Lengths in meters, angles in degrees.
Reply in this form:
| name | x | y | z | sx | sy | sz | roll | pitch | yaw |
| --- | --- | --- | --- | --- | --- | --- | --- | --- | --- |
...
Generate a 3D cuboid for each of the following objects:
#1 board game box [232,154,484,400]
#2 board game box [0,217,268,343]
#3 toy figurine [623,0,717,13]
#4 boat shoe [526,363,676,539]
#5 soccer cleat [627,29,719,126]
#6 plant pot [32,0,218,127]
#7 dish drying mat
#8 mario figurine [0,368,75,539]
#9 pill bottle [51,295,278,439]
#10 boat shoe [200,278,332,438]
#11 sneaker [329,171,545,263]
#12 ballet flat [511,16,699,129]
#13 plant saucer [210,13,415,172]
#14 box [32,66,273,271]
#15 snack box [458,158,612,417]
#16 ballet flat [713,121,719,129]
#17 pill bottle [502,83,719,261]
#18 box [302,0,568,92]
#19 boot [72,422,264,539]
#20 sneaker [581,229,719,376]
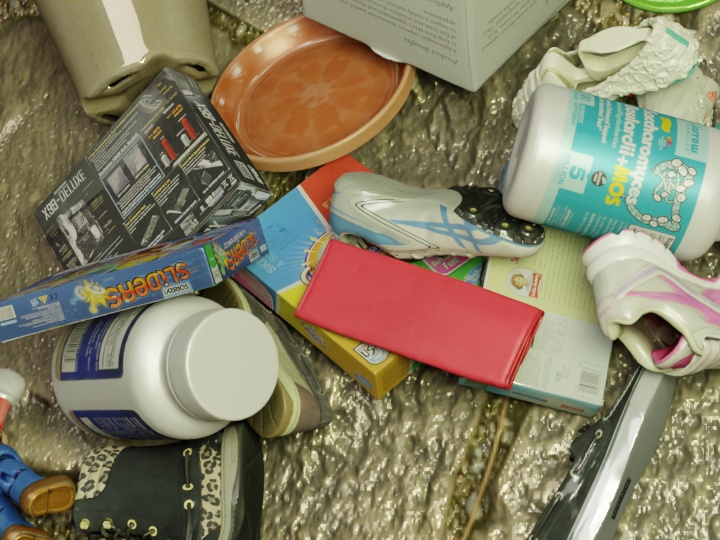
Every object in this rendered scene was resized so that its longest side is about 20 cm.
| name | x | y | z | sx | sy | sz | roll | pitch | yaw |
| --- | --- | --- | --- | --- | --- | --- | --- | --- | --- |
| board game box | 0.000 | 0.000 | 1.489 | 0.153 | 0.040 | 0.200 | -39 | 59 | -22 |
| board game box | -0.192 | 0.006 | 1.439 | 0.200 | 0.135 | 0.034 | -15 | 98 | 19 |
| toy figurine | 0.277 | -0.361 | 1.517 | 0.150 | 0.184 | 0.200 | 12 | 68 | 23 |
| boat shoe | 0.190 | 0.152 | 1.359 | 0.057 | 0.069 | 0.200 | 20 | 74 | 26 |
| soccer cleat | 0.276 | -0.129 | 1.472 | 0.078 | 0.069 | 0.200 | -14 | 58 | 8 |
| plant pot | -0.222 | -0.244 | 1.634 | 0.200 | 0.200 | 0.184 | -21 | 72 | 7 |
| dish drying mat | 0.046 | 0.035 | 1.401 | 0.200 | 0.018 | 0.077 | 18 | 75 | 26 |
| mario figurine | -0.316 | 0.169 | 1.508 | 0.123 | 0.106 | 0.200 | -40 | 50 | -16 |
| pill bottle | -0.161 | 0.081 | 1.429 | 0.200 | 0.120 | 0.120 | -6 | 58 | 52 |
| boat shoe | -0.085 | 0.077 | 1.487 | 0.072 | 0.066 | 0.201 | -62 | 37 | 21 |
| sneaker | 0.064 | -0.034 | 1.425 | 0.200 | 0.073 | 0.072 | 12 | 26 | 31 |
| ballet flat | 0.197 | -0.176 | 1.474 | 0.200 | 0.072 | 0.072 | -18 | 56 | 41 |
| plant saucer | -0.043 | -0.166 | 1.590 | 0.200 | 0.032 | 0.200 | -13 | 47 | 14 |
| box | -0.194 | -0.060 | 1.560 | 0.200 | 0.050 | 0.158 | -46 | 57 | 16 |
| snack box | 0.158 | 0.012 | 1.432 | 0.116 | 0.037 | 0.200 | 15 | 68 | -2 |
| ballet flat | 0.372 | -0.135 | 1.440 | 0.200 | 0.065 | 0.071 | -39 | 36 | -7 |
| pill bottle | 0.221 | -0.072 | 1.358 | 0.200 | 0.111 | 0.111 | 14 | 68 | -2 |
| box | 0.077 | -0.295 | 1.551 | 0.199 | 0.131 | 0.200 | 28 | 57 | 27 |
| boot | -0.164 | 0.228 | 1.434 | 0.154 | 0.073 | 0.204 | -6 | 57 | 18 |
| sneaker | 0.259 | 0.049 | 1.339 | 0.200 | 0.081 | 0.088 | 21 | 53 | -13 |
